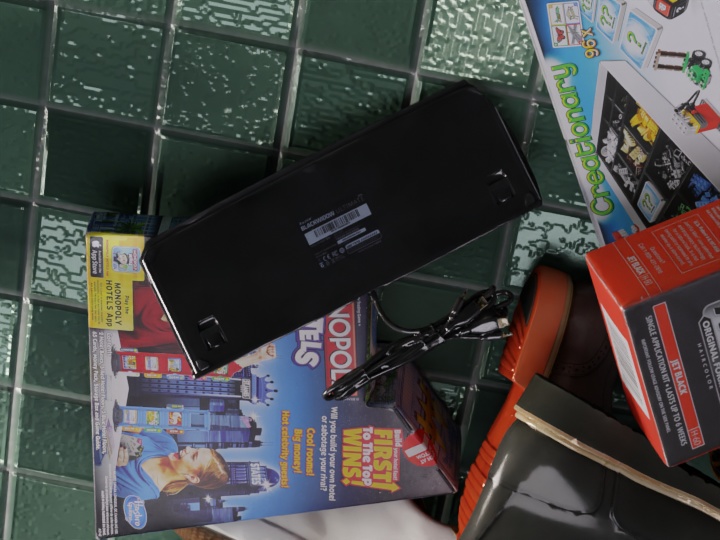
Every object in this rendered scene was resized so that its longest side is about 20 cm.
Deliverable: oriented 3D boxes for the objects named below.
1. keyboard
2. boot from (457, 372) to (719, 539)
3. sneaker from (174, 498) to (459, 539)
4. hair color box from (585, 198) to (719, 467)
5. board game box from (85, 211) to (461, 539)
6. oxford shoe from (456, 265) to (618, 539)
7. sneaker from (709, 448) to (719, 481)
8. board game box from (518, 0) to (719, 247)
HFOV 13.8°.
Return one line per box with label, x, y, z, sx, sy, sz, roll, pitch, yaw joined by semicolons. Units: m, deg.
keyboard;0.000;0.000;1.499;0.199;0.021;0.128;-26;81;3
boot;0.135;0.159;1.527;0.199;0.077;0.139;32;91;-12
sneaker;-0.013;0.144;1.660;0.199;0.085;0.073;18;155;19
hair color box;0.221;0.008;1.463;0.199;0.061;0.102;-23;121;-5
board game box;-0.043;0.054;1.589;0.198;0.062;0.201;4;124;2
oxford shoe;0.098;0.102;1.561;0.072;0.071;0.201;15;101;-8
sneaker;0.210;0.084;1.570;0.200;0.078;0.077;48;140;-17
board game box;0.161;-0.085;1.472;0.125;0.035;0.201;-11;124;15
